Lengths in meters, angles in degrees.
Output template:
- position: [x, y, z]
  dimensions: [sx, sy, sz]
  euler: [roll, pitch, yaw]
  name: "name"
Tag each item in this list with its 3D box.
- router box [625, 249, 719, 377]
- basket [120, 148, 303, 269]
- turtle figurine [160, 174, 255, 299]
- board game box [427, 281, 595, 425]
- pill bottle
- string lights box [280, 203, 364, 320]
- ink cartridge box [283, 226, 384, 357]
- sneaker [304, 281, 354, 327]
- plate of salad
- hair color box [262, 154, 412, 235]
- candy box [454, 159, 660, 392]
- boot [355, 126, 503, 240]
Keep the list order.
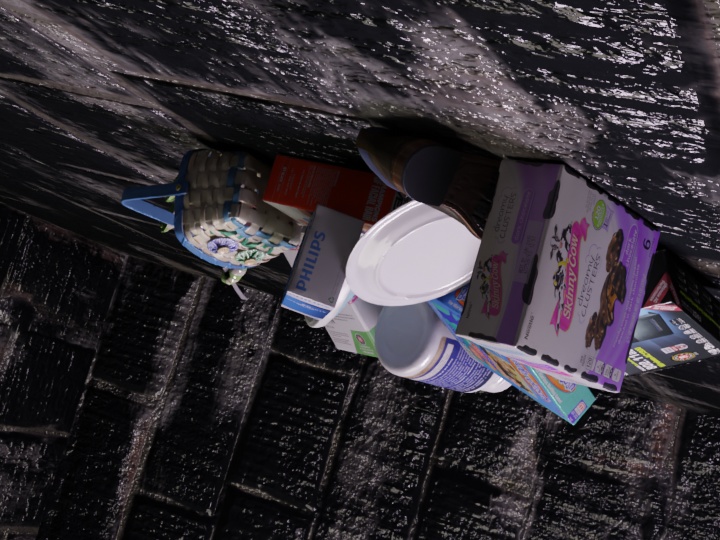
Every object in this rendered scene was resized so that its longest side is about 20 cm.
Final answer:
- position: [0.314, 0.056, 1.288]
  dimensions: [0.149, 0.063, 0.199]
  euler: [-17, 151, 32]
  name: "router box"
- position: [-0.184, -0.077, 1.449]
  dimensions: [0.198, 0.141, 0.176]
  euler: [-2, 164, 40]
  name: "basket"
- position: [-0.214, -0.054, 1.735]
  dimensions: [0.192, 0.145, 0.200]
  euler: [24, 168, -22]
  name: "turtle figurine"
- position: [0.166, 0.082, 1.322]
  dimensions: [0.200, 0.045, 0.152]
  euler: [34, 166, 52]
  name: "board game box"
- position: [0.123, 0.100, 1.523]
  dimensions: [0.199, 0.117, 0.115]
  euler: [19, 174, -42]
  name: "pill bottle"
- position: [-0.048, -0.005, 1.313]
  dimensions: [0.058, 0.104, 0.200]
  euler: [20, 173, -4]
  name: "string lights box"
- position: [-0.019, 0.012, 1.584]
  dimensions: [0.201, 0.084, 0.144]
  euler: [61, 158, -15]
  name: "ink cartridge box"
- position: [0.000, 0.000, 1.460]
  dimensions: [0.081, 0.201, 0.074]
  euler: [15, -147, -32]
  name: "sneaker"
- position: [0.075, -0.030, 1.220]
  dimensions: [0.198, 0.048, 0.201]
  euler: [-16, 147, -11]
  name: "plate of salad"
- position: [-0.001, -0.076, 1.334]
  dimensions: [0.198, 0.065, 0.111]
  euler: [13, 171, 28]
  name: "hair color box"
- position: [0.190, 0.009, 1.068]
  dimensions: [0.071, 0.170, 0.199]
  euler: [10, 171, 42]
  name: "candy box"
- position: [0.084, -0.087, 1.072]
  dimensions: [0.199, 0.075, 0.097]
  euler: [24, -172, -44]
  name: "boot"
